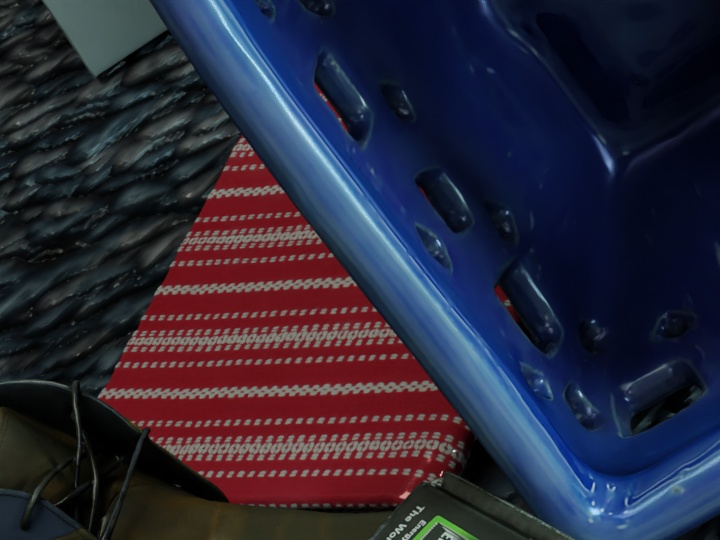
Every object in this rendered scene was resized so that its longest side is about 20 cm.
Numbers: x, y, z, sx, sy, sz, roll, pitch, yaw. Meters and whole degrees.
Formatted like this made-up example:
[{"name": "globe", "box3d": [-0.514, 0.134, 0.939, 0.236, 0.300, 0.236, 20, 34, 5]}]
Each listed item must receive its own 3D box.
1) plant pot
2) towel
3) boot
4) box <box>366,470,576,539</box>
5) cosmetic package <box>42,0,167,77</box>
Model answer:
[{"name": "plant pot", "box3d": [0.080, -0.078, 0.674, 0.199, 0.200, 0.180, -34, 14, 12]}, {"name": "towel", "box3d": [0.000, 0.000, 0.825, 0.144, 0.023, 0.201, -5, 43, 35]}, {"name": "boot", "box3d": [-0.060, 0.076, 0.702, 0.199, 0.097, 0.075, -15, 36, 28]}, {"name": "box", "box3d": [0.017, 0.153, 0.560, 0.200, 0.048, 0.193, -45, 35, -14]}, {"name": "cosmetic package", "box3d": [-0.078, -0.173, 1.103, 0.150, 0.052, 0.200, -31, 32, 0]}]
